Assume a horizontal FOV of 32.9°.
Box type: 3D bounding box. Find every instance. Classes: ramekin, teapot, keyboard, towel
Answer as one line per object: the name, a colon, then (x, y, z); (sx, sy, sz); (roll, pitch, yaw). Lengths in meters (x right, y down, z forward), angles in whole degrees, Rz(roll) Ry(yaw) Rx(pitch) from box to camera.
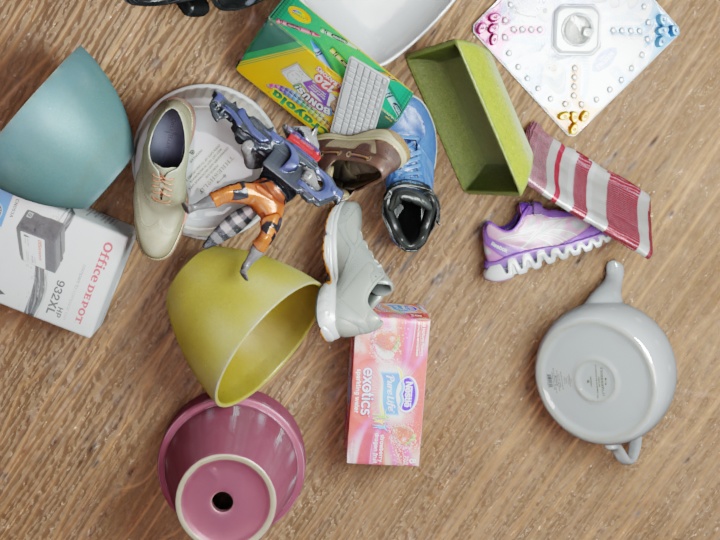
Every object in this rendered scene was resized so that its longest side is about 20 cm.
ramekin: (-0.198, -0.135, 1.551); (0.200, 0.094, 0.204); (0, 100, -2)
teapot: (0.335, 0.129, 1.604); (0.197, 0.146, 0.201); (42, 119, 16)
keyboard: (-0.007, -0.183, 1.500); (0.056, 0.201, 0.011); (27, 56, 6)
towel: (0.291, -0.105, 1.557); (0.199, 0.144, 0.023); (30, 124, -8)

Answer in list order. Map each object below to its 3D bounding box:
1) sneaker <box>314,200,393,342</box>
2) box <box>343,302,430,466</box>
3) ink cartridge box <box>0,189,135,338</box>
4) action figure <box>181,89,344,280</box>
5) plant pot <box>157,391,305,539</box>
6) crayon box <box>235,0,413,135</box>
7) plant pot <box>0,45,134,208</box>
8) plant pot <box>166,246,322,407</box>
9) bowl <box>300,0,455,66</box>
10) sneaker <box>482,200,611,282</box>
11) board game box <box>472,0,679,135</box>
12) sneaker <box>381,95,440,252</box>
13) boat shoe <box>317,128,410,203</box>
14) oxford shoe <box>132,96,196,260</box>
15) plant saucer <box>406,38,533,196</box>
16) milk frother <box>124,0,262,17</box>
sneaker: (0.000, 0.000, 1.552); (0.091, 0.076, 0.201); (-3, 60, 13)
box: (0.034, 0.149, 1.613); (0.102, 0.095, 0.202); (4, 100, -4)
ink cartridge box: (-0.408, -0.021, 1.567); (0.199, 0.084, 0.146); (22, 98, -6)
action figure: (-0.130, -0.116, 1.474); (0.200, 0.105, 0.193); (46, 72, 0)
plant pot: (-0.169, 0.270, 1.583); (0.198, 0.179, 0.202); (-1, 101, -3)
crayon box: (-0.046, -0.238, 1.524); (0.199, 0.119, 0.058); (37, 56, -8)
plant pot: (-0.357, -0.154, 1.492); (0.135, 0.200, 0.200); (42, 96, -14)
plant pot: (-0.165, 0.052, 1.554); (0.142, 0.200, 0.201); (38, 97, 16)
bowl: (0.020, -0.379, 1.527); (0.200, 0.075, 0.200); (-44, 98, 5)
sneaker: (0.246, -0.055, 1.598); (0.199, 0.080, 0.089); (-19, 93, 2)
board game box: (0.281, -0.312, 1.576); (0.200, 0.026, 0.200); (-44, 99, 6)
sneaker: (0.065, -0.123, 1.557); (0.076, 0.111, 0.202); (2, 100, -3)
boat shoe: (-0.028, -0.124, 1.518); (0.072, 0.199, 0.072); (56, 52, -28)
oxford shoe: (-0.242, -0.108, 1.468); (0.070, 0.074, 0.202); (6, 100, -3)
plant saucer: (0.143, -0.194, 1.511); (0.048, 0.200, 0.201); (-27, 101, -12)
milk frother: (-0.208, -0.404, 1.429); (0.180, 0.200, 0.189); (-36, 75, 18)
